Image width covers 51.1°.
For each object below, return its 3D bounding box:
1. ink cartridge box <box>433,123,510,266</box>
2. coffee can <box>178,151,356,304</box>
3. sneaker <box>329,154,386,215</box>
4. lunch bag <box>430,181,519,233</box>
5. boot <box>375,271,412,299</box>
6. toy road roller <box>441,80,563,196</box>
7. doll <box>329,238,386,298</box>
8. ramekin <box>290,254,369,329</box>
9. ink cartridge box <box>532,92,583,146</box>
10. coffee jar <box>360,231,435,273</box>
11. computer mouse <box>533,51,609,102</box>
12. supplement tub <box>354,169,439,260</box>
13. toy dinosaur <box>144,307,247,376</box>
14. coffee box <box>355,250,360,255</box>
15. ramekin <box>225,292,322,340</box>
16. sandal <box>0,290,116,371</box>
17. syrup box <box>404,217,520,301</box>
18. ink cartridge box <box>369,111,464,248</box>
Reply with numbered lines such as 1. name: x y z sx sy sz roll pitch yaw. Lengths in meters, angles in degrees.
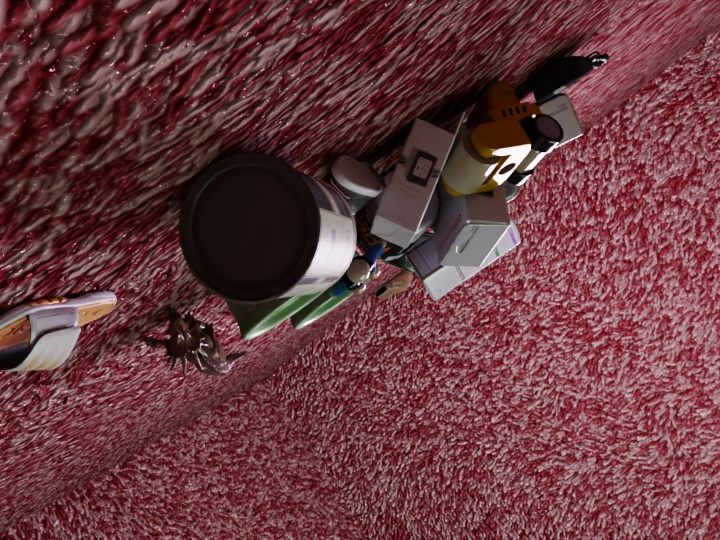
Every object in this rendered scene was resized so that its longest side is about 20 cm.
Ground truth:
1. ink cartridge box: 0.182 -0.126 1.305 0.083 0.202 0.145 4 150 -13
2. coffee can: -0.092 -0.041 0.828 0.146 0.147 0.200 -36 174 8
3. sneaker: -0.025 -0.105 1.063 0.099 0.071 0.200 -41 177 13
4. lunch bag: 0.196 -0.166 1.506 0.199 0.140 0.168 -32 -173 1
5. boot: 0.153 0.072 3.471 0.199 0.074 0.075 -35 164 18
6. toy road roller: 0.207 -0.216 1.202 0.198 0.147 0.123 -17 158 -30
7. doll: 0.000 0.000 1.318 0.137 0.048 0.200 -47 175 1
8. ramekin: -0.081 0.026 1.569 0.199 0.098 0.200 -35 174 -4
9. ink cartridge box: 0.335 -0.272 1.441 0.143 0.085 0.200 -25 -172 15
10. coffee jar: 0.079 -0.052 1.571 0.103 0.087 0.199 6 -172 -31
11. computer mouse: 0.366 -0.360 1.379 0.138 0.053 0.200 -25 -172 38
12. supplement tub: 0.058 -0.093 1.376 0.122 0.123 0.200 -32 173 -22
13. toy dinosaur: -0.262 0.133 1.236 0.135 0.199 0.086 27 -97 53
14. coffee box: -0.076 0.029 1.950 0.122 0.044 0.200 -32 173 -33
15. ramekin: -0.140 0.021 1.277 0.199 0.098 0.200 -35 174 -4
16. sandal: -0.324 0.069 0.809 0.079 0.060 0.206 -38 173 24
17. syrup box: 0.191 -0.042 1.405 0.199 0.079 0.082 -34 140 2
18. ink cartridge box: 0.084 -0.146 1.138 0.116 0.066 0.202 110 2 -79
